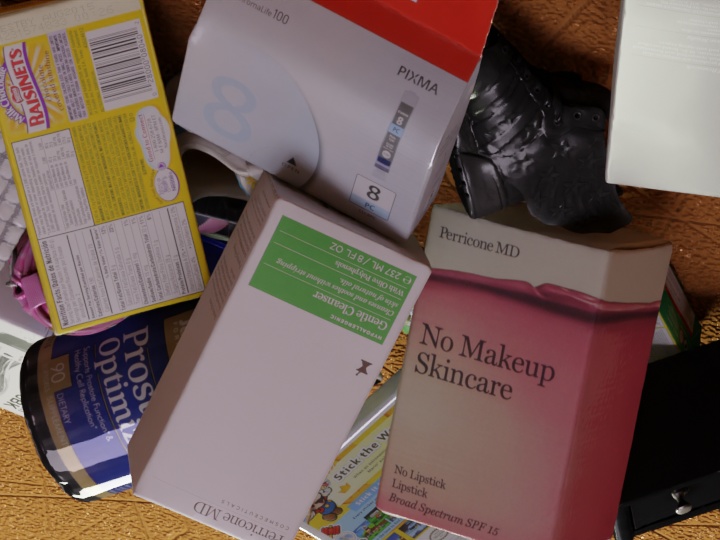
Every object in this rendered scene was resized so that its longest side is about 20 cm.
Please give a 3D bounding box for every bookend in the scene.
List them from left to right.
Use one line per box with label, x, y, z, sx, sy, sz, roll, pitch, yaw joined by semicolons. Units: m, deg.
bookend;0.243;0.136;1.741;0.199;0.092;0.199;-18;149;0

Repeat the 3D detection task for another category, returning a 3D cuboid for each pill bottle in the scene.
pill bottle;-0.107;0.067;1.624;0.199;0.112;0.112;-20;142;15

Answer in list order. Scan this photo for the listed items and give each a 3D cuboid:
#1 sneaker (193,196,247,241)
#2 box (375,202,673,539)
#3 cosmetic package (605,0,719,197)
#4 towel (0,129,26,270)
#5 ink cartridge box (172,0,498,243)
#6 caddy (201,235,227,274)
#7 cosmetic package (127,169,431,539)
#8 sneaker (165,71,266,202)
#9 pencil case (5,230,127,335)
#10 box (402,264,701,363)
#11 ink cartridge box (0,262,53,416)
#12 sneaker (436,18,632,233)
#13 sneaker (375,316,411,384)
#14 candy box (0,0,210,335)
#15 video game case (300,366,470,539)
sneaker;-0.125;-0.056;1.652;0.199;0.070;0.082;20;161;-1
box;0.102;0.066;1.592;0.127;0.201;0.109;15;-170;27
cosmetic package;0.179;-0.133;1.345;0.090;0.107;0.200;7;153;9
towel;-0.274;-0.079;1.560;0.165;0.201;0.086;28;-171;-16
ink cartridge box;-0.015;-0.123;1.425;0.160;0.047;0.200;29;143;9
caddy;-0.108;0.061;1.779;0.199;0.142;0.105;23;147;-18
cosmetic package;-0.051;0.054;1.516;0.107;0.201;0.085;23;-169;-13
sneaker;-0.036;-0.080;1.556;0.199;0.081;0.077;-5;146;27
pencil case;-0.188;-0.011;1.656;0.086;0.083;0.200;31;-178;-12
box;0.122;0.031;1.732;0.199;0.049;0.117;-3;149;22
ink cartridge box;-0.258;0.032;1.848;0.199;0.083;0.147;24;150;-21
sneaker;0.099;-0.099;1.486;0.104;0.060;0.201;-15;127;-4
sneaker;0.000;0.000;1.678;0.076;0.076;0.200;10;136;-11
candy box;-0.159;-0.068;1.524;0.102;0.026;0.201;-13;108;-4
video game case;0.063;0.138;1.778;0.182;0.023;0.200;33;115;-33
